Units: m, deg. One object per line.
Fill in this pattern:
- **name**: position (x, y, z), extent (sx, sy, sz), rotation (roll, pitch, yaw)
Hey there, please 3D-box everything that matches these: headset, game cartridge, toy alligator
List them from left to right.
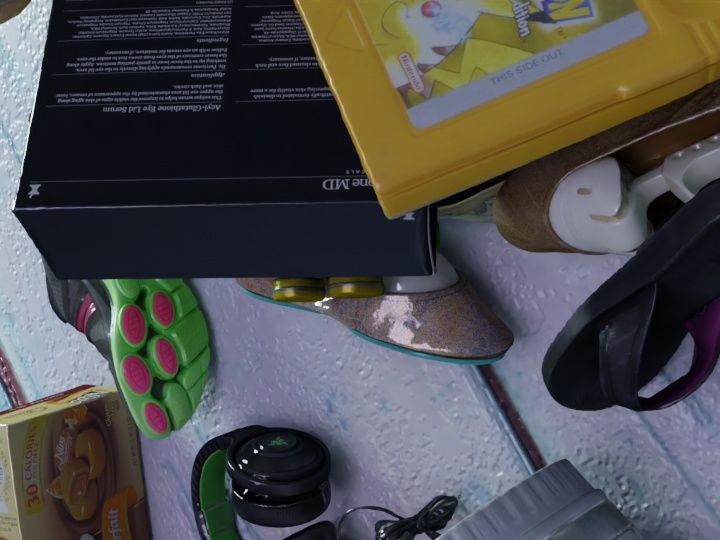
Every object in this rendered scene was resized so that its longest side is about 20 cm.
- **toy alligator**: position (-0.048, -0.013, 0.738), extent (0.199, 0.054, 0.060), rotation (-4, 84, 38)
- **headset**: position (-0.032, 0.157, 0.833), extent (0.200, 0.094, 0.124), rotation (-8, 98, 52)
- **game cartridge**: position (0.072, -0.137, 0.617), extent (0.199, 0.032, 0.177), rotation (-24, 62, 2)

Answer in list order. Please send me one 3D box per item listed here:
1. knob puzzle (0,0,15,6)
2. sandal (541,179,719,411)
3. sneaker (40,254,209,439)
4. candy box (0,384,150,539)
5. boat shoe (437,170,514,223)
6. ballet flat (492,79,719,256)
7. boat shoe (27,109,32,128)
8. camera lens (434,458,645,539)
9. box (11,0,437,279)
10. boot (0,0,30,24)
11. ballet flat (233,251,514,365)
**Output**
- **knob puzzle**: position (-0.179, -0.248, 0.707), extent (0.218, 0.030, 0.221), rotation (-1, 84, 9)
- **sandal**: position (0.144, 0.028, 0.626), extent (0.201, 0.075, 0.048), rotation (116, 145, -54)
- **sneaker**: position (-0.166, 0.021, 0.902), extent (0.084, 0.076, 0.201), rotation (-38, 73, 54)
- **candy box**: position (-0.207, 0.191, 0.925), extent (0.055, 0.115, 0.201), rotation (-1, 98, 37)
- **boat shoe**: position (0.109, -0.087, 0.673), extent (0.200, 0.063, 0.073), rotation (-45, 72, 33)
- **ballet flat**: position (0.150, -0.045, 0.621), extent (0.199, 0.072, 0.068), rotation (-21, 121, 23)
- **boat shoe**: position (-0.137, -0.097, 0.836), extent (0.199, 0.074, 0.069), rotation (9, 146, 27)
- **camera lens**: position (0.106, 0.220, 0.671), extent (0.160, 0.160, 0.200), rotation (-45, 72, 33)
- **box**: position (-0.060, -0.073, 0.670), extent (0.199, 0.079, 0.142), rotation (0, 60, 7)
- **boot**: position (-0.207, -0.231, 0.837), extent (0.200, 0.066, 0.176), rotation (-53, 42, 48)
- **ballet flat**: position (0.000, 0.000, 0.765), extent (0.199, 0.068, 0.068), rotation (15, 115, 33)
